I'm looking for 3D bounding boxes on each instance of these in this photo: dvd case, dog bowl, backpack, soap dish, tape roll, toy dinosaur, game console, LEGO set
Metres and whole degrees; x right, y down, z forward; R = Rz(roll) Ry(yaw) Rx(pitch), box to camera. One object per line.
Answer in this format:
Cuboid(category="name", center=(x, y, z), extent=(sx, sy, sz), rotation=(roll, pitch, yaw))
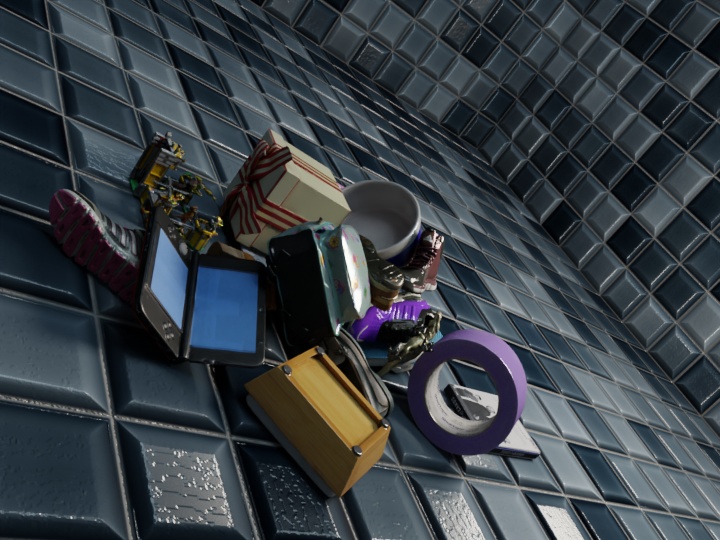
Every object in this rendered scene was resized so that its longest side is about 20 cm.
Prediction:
Cuboid(category="dvd case", center=(-0.168, -0.034, 1.422), extent=(0.198, 0.018, 0.144), rotation=(16, 33, -47))
Cuboid(category="dog bowl", center=(0.021, -0.080, 1.457), extent=(0.080, 0.196, 0.202), rotation=(80, -16, -48))
Cuboid(category="backpack", center=(-0.063, 0.007, 1.194), extent=(0.200, 0.150, 0.180), rotation=(-86, 161, -80))
Cuboid(category="soap dish", center=(-0.054, 0.205, 1.062), extent=(0.200, 0.081, 0.157), rotation=(47, 22, 12))
Cuboid(category="dvd case", center=(0.265, 0.304, 1.497), extent=(0.198, 0.025, 0.152), rotation=(21, 29, -43))
Cuboid(category="tape roll", center=(0.186, 0.210, 1.299), extent=(0.200, 0.201, 0.085), rotation=(44, 21, 12))
Cuboid(category="toy dinosaur", center=(0.074, 0.136, 1.248), extent=(0.048, 0.198, 0.088), rotation=(56, -15, 4))
Cuboid(category="game console", center=(-0.214, 0.019, 1.030), extent=(0.203, 0.116, 0.174), rotation=(-96, 167, -45))
Cuboid(category="LEGO set", center=(-0.302, -0.143, 1.263), extent=(0.152, 0.116, 0.202), rotation=(25, 26, -34))

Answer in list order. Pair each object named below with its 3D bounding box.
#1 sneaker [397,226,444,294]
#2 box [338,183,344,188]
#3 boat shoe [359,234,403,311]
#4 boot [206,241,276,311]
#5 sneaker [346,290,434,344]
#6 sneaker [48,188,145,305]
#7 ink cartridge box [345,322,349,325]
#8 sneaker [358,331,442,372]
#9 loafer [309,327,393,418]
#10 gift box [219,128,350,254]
Cuboid(category="sneaker", center=(0.105, -0.024, 1.369), extent=(0.074, 0.118, 0.199), rotation=(18, 7, 16))
Cuboid(category="box", center=(-0.017, -0.082, 1.666), extent=(0.174, 0.097, 0.202), rotation=(32, 23, -22))
Cuboid(category="boat shoe", center=(0.000, 0.000, 1.304), extent=(0.074, 0.075, 0.200), rotation=(-4, 32, -31))
Cuboid(category="boot", center=(-0.169, 0.047, 1.209), extent=(0.154, 0.077, 0.201), rotation=(30, 16, -37))
Cuboid(category="sneaker", center=(0.066, 0.099, 1.323), extent=(0.197, 0.070, 0.100), rotation=(-17, 53, -41))
Cuboid(category="sneaker", center=(-0.347, -0.037, 1.047), extent=(0.200, 0.074, 0.088), rotation=(44, 21, -6))
Cuboid(category="ink cartridge box", center=(0.006, 0.055, 1.510), extent=(0.093, 0.044, 0.202), rotation=(30, 24, -21))
Cuboid(category="sneaker", center=(0.062, 0.153, 1.382), extent=(0.196, 0.082, 0.077), rotation=(-3, 43, -33))
Cuboid(category="loafer", center=(-0.025, 0.162, 1.217), extent=(0.200, 0.072, 0.062), rotation=(48, 29, 16))
Cuboid(category="gift box", center=(-0.141, -0.131, 1.378), extent=(0.185, 0.186, 0.201), rotation=(28, 17, -33))
